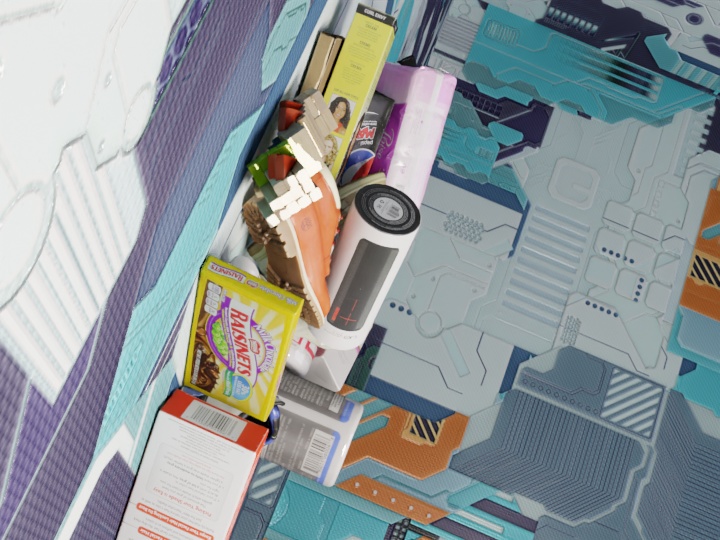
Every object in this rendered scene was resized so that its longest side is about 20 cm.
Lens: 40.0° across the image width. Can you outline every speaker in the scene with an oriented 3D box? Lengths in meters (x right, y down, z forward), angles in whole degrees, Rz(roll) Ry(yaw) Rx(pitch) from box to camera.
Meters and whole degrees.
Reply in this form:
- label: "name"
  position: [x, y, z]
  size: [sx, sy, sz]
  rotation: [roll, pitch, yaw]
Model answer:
- label: "speaker"
  position: [0.000, 0.000, 1.138]
  size: [0.082, 0.080, 0.201]
  rotation: [-66, -179, -48]

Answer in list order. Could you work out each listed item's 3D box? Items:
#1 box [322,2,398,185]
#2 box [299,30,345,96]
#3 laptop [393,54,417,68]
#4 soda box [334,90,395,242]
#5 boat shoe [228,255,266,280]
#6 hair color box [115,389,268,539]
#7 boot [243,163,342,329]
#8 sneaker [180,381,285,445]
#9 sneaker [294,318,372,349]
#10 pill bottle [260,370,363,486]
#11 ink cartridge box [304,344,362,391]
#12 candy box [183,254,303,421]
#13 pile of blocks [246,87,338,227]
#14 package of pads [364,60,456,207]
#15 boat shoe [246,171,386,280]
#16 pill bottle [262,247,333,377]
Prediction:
- label: "box"
  position: [-0.015, -0.196, 1.129]
  size: [0.075, 0.049, 0.203]
  rotation: [-61, 172, -83]
- label: "box"
  position: [-0.060, -0.176, 1.152]
  size: [0.164, 0.021, 0.203]
  rotation: [-63, 174, -77]
- label: "laptop"
  position: [0.019, -0.169, 1.380]
  size: [0.197, 0.104, 0.178]
  rotation: [-26, 146, -4]
- label: "soda box"
  position: [-0.030, -0.137, 1.250]
  size: [0.071, 0.063, 0.203]
  rotation: [37, -69, 50]
- label: "boat shoe"
  position: [-0.121, 0.037, 1.083]
  size: [0.200, 0.070, 0.070]
  rotation: [99, 13, -73]
- label: "hair color box"
  position: [-0.182, 0.241, 1.036]
  size: [0.064, 0.109, 0.203]
  rotation: [-60, 172, -74]
- label: "boot"
  position: [-0.053, -0.025, 1.079]
  size: [0.107, 0.074, 0.202]
  rotation: [-44, 143, -28]
- label: "sneaker"
  position: [-0.139, 0.148, 1.145]
  size: [0.200, 0.114, 0.082]
  rotation: [-64, 177, -64]
- label: "sneaker"
  position: [-0.067, 0.044, 1.263]
  size: [0.075, 0.198, 0.085]
  rotation: [-45, -127, 26]
- label: "pill bottle"
  position: [-0.105, 0.187, 1.270]
  size: [0.114, 0.197, 0.115]
  rotation: [23, 90, -87]
- label: "ink cartridge box"
  position: [-0.056, 0.093, 1.465]
  size: [0.068, 0.115, 0.201]
  rotation: [64, 33, -27]
- label: "candy box"
  position: [-0.122, 0.074, 0.996]
  size: [0.201, 0.101, 0.027]
  rotation: [109, 4, -49]
- label: "pile of blocks"
  position: [-0.077, -0.124, 0.978]
  size: [0.063, 0.081, 0.201]
  rotation: [60, 21, -29]
- label: "package of pads"
  position: [0.044, -0.167, 1.274]
  size: [0.120, 0.075, 0.204]
  rotation: [25, -79, 56]
- label: "boat shoe"
  position: [-0.042, -0.052, 1.174]
  size: [0.199, 0.063, 0.073]
  rotation: [-34, -175, -22]
- label: "pill bottle"
  position: [-0.089, 0.038, 1.355]
  size: [0.113, 0.111, 0.202]
  rotation: [108, 5, -66]
